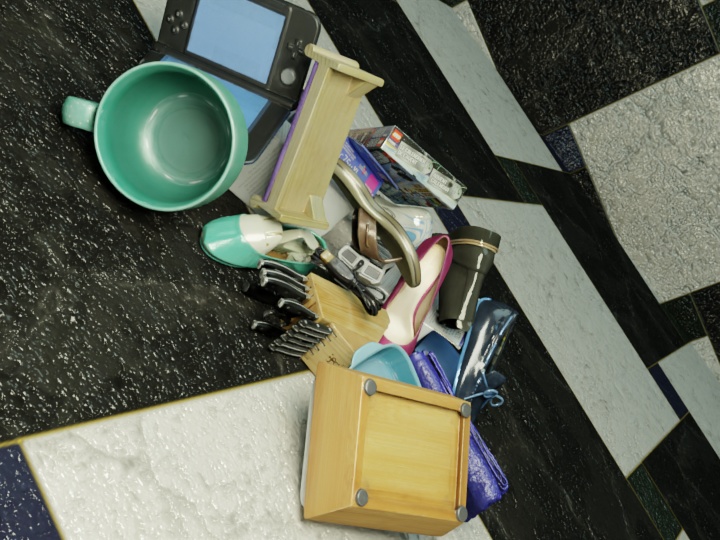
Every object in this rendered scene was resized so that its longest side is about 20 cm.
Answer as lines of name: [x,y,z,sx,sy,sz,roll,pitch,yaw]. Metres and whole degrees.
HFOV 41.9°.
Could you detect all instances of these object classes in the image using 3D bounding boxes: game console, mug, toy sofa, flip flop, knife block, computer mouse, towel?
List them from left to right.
mug: [-0.208,-0.155,1.020,0.185,0.152,0.114,47,8,-2]
game console: [-0.170,-0.248,1.107,0.198,0.173,0.118,24,23,8]
toy sofa: [-0.061,-0.158,1.112,0.082,0.203,0.097,7,20,-47]
knife block: [-0.057,0.045,1.139,0.176,0.064,0.200,52,24,-6]
computer mouse: [0.000,0.000,1.215,0.109,0.044,0.200,35,16,5]
flip flop: [0.007,-0.057,1.189,0.201,0.057,0.081,52,-11,-4]
game console: [0.091,0.104,1.376,0.178,0.031,0.200,55,23,1]
towel: [0.108,0.204,1.161,0.202,0.049,0.148,62,-15,17]

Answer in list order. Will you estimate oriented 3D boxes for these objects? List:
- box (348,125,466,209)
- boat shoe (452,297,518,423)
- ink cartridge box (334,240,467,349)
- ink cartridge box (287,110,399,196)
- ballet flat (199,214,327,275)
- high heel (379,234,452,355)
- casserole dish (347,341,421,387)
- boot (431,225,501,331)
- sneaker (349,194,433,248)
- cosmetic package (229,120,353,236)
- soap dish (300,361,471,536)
box: [0.049,-0.144,1.323,0.136,0.040,0.200,37,-8,-22]
boat shoe: [0.168,0.140,1.287,0.068,0.203,0.084,14,0,15]
ink cartridge box: [0.075,0.031,1.371,0.199,0.041,0.200,37,24,4]
ink cartridge box: [-0.046,-0.165,1.324,0.199,0.042,0.119,28,-12,38]
ballet flat: [-0.109,-0.039,1.147,0.199,0.070,0.068,13,52,-55]
high heel: [0.066,0.047,1.225,0.067,0.096,0.201,31,69,3]
casserole dish: [0.029,0.180,1.073,0.120,0.038,0.203,-28,101,-42]
boot: [0.121,0.021,1.324,0.076,0.140,0.200,18,-11,-8]
sneaker: [0.025,-0.075,1.385,0.071,0.074,0.199,8,11,-44]
cosmetic package: [-0.110,-0.130,1.232,0.200,0.101,0.072,42,25,-26]
soap dish: [0.034,0.192,0.996,0.198,0.081,0.160,19,69,-38]
